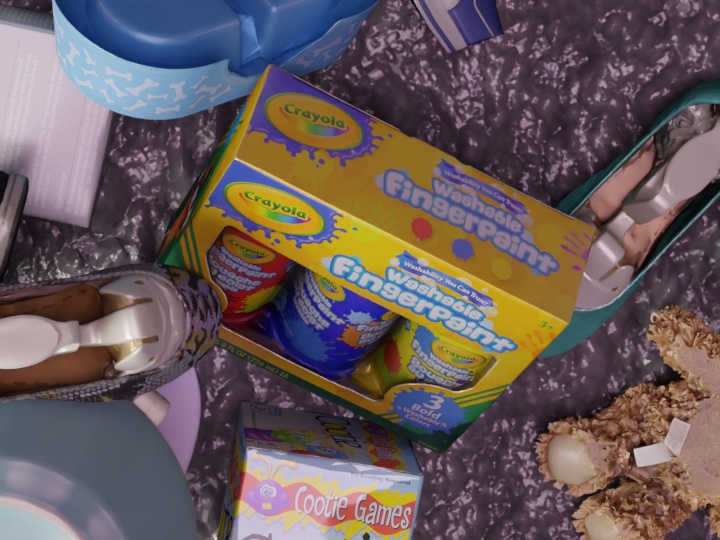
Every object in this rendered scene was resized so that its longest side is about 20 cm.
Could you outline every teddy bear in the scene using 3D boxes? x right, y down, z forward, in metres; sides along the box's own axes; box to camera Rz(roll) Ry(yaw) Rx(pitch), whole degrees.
[{"bbox_3d":[0.201,0.094,1.403,0.145,0.067,0.200,44,101,-2],"label":"teddy bear"}]

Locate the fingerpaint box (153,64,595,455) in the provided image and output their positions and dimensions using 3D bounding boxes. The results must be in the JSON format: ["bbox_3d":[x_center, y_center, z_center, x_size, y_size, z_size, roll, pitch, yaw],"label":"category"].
[{"bbox_3d":[0.000,0.000,1.307,0.199,0.074,0.167,27,143,-10],"label":"fingerpaint box"}]

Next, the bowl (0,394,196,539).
[{"bbox_3d":[-0.184,0.155,1.238,0.199,0.105,0.202,-1,102,-4],"label":"bowl"}]

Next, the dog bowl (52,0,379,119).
[{"bbox_3d":[-0.077,-0.142,1.280,0.199,0.112,0.050,-23,149,-34],"label":"dog bowl"}]

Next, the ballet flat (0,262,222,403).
[{"bbox_3d":[-0.145,0.034,1.222,0.199,0.072,0.073,-8,104,-34],"label":"ballet flat"}]

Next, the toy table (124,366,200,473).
[{"bbox_3d":[-0.172,0.122,1.344,0.183,0.117,0.201,28,99,-10],"label":"toy table"}]

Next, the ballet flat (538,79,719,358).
[{"bbox_3d":[0.152,-0.031,1.361,0.067,0.070,0.200,43,95,2],"label":"ballet flat"}]

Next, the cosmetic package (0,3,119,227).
[{"bbox_3d":[-0.232,-0.098,1.310,0.199,0.090,0.107,14,100,-5],"label":"cosmetic package"}]

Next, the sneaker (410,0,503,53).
[{"bbox_3d":[0.053,-0.226,1.309,0.115,0.081,0.200,-24,101,3],"label":"sneaker"}]

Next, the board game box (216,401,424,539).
[{"bbox_3d":[-0.036,0.191,1.375,0.102,0.105,0.201,10,100,-6],"label":"board game box"}]

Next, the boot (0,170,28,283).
[{"bbox_3d":[-0.276,-0.013,1.271,0.153,0.074,0.203,25,143,-19],"label":"boot"}]
